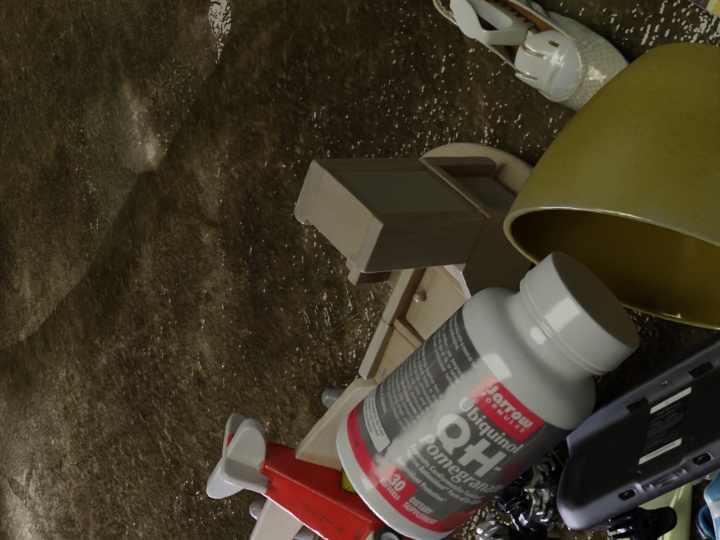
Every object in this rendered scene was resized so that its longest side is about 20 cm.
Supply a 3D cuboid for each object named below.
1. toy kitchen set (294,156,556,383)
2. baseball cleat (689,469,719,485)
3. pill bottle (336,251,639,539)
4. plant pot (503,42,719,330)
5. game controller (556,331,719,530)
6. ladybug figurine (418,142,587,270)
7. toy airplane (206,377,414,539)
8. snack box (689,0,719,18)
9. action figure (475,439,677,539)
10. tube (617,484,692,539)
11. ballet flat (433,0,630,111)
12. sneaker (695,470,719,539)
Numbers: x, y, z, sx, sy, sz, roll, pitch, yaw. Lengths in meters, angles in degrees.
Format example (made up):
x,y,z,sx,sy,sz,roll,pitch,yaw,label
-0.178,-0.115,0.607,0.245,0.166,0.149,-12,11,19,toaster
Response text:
x,y,z,sx,sy,sz,roll,pitch,yaw,label
0.000,0.000,0.849,0.163,0.180,0.201,44,124,36,toy kitchen set
0.255,0.083,0.719,0.200,0.070,0.107,142,149,-69,baseball cleat
0.086,0.082,0.762,0.200,0.111,0.111,-45,61,23,pill bottle
0.210,-0.062,0.743,0.200,0.200,0.142,8,73,46,plant pot
0.197,0.092,0.700,0.200,0.042,0.105,-41,22,43,game controller
0.112,-0.029,0.910,0.200,0.072,0.136,41,122,36,ladybug figurine
-0.036,0.185,1.033,0.199,0.141,0.200,-8,115,26,toy airplane
0.282,-0.222,0.732,0.200,0.053,0.143,42,120,36,snack box
0.140,0.163,0.862,0.200,0.102,0.119,-21,58,57,action figure
0.214,0.235,0.841,0.058,0.052,0.201,2,88,18,tube
0.129,-0.175,0.887,0.200,0.062,0.068,45,138,36,ballet flat
0.250,0.183,0.727,0.072,0.072,0.200,42,163,34,sneaker
